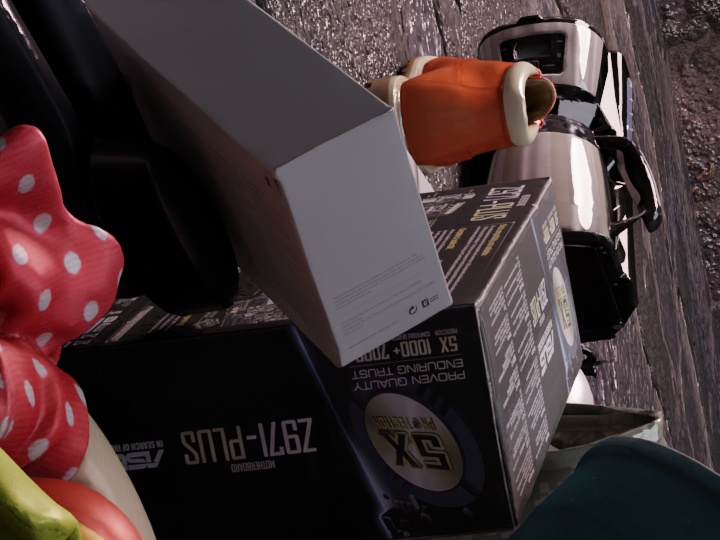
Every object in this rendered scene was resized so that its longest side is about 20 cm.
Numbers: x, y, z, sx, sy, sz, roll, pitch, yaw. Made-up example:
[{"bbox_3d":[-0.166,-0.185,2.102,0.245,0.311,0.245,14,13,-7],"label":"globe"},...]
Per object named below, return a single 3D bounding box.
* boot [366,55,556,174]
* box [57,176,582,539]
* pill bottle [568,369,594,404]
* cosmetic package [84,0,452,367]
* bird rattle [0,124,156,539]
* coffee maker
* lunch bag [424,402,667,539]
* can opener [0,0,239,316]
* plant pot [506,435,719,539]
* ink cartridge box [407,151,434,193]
[{"bbox_3d":[0.074,-0.100,1.327,0.200,0.107,0.075,-43,124,-74],"label":"boot"},{"bbox_3d":[-0.009,0.035,0.827,0.200,0.164,0.086,-52,133,-71],"label":"box"},{"bbox_3d":[0.094,0.116,1.286,0.112,0.112,0.200,-80,157,-48],"label":"pill bottle"},{"bbox_3d":[-0.042,-0.051,0.753,0.200,0.051,0.083,43,-22,52],"label":"cosmetic package"},{"bbox_3d":[-0.104,0.068,0.571,0.200,0.113,0.163,-89,154,-68],"label":"bird rattle"},{"bbox_3d":[0.137,-0.056,1.550,0.192,0.135,0.200,104,-9,-58],"label":"coffee maker"},{"bbox_3d":[0.060,0.153,0.966,0.118,0.200,0.164,-30,112,-74],"label":"lunch bag"},{"bbox_3d":[-0.104,-0.069,0.719,0.200,0.079,0.063,64,31,-29],"label":"can opener"},{"bbox_3d":[0.075,0.191,0.717,0.200,0.188,0.200,48,-18,20],"label":"plant pot"},{"bbox_3d":[0.000,0.000,1.067,0.200,0.067,0.116,49,36,-65],"label":"ink cartridge box"}]
